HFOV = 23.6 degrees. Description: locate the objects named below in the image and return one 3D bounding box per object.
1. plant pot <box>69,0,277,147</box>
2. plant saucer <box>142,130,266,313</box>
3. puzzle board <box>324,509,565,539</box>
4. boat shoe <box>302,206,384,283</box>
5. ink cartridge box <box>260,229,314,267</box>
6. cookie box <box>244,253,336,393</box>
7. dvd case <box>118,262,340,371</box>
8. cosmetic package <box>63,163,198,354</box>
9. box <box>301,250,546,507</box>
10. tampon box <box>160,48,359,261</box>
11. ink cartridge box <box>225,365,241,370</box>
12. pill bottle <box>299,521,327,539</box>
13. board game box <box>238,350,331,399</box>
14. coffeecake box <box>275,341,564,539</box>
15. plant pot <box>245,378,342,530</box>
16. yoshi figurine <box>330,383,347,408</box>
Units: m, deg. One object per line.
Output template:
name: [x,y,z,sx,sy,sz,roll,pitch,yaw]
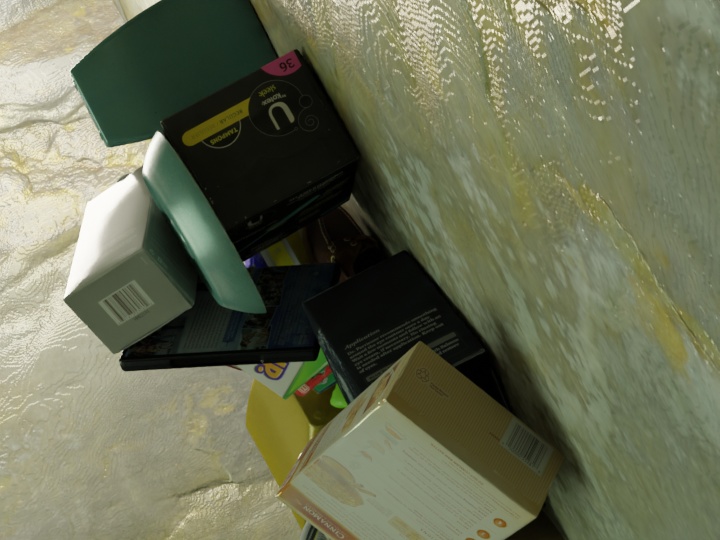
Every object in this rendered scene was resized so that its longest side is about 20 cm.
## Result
plant pot: [-0.203,-0.215,1.847,0.141,0.200,0.141,63,172,-7]
plant saucer: [-0.154,-0.037,1.623,0.200,0.036,0.200,57,173,11]
puzzle board: [0.070,0.241,1.612,0.151,0.200,0.017,-127,29,-56]
boat shoe: [0.000,0.000,1.773,0.070,0.070,0.200,-57,46,39]
ink cartridge box: [-0.064,-0.037,1.886,0.200,0.047,0.198,61,-162,14]
cookie box: [-0.089,0.014,1.932,0.200,0.075,0.171,42,-155,-35]
dvd case: [-0.127,0.045,1.705,0.143,0.200,0.018,-76,-22,-52]
cosmetic package: [-0.223,-0.020,1.733,0.090,0.107,0.200,50,-160,-23]
box: [0.057,0.122,1.588,0.197,0.117,0.200,67,173,-33]
tampon box: [-0.098,-0.107,1.695,0.126,0.150,0.200,60,173,7]
ink cartridge box: [-0.175,-0.001,1.985,0.146,0.083,0.200,24,-140,-53]
pill bottle: [0.044,0.290,1.659,0.200,0.112,0.112,18,145,36]
board game box: [-0.113,0.061,1.821,0.200,0.096,0.030,35,-144,-19]
coffeecake box: [0.045,0.170,1.424,0.153,0.073,0.200,38,138,-6]
plant pot: [-0.018,0.163,2.050,0.200,0.200,0.176,57,162,37]
yoshi figurine: [0.024,0.147,1.801,0.112,0.112,0.200,28,-118,-38]
